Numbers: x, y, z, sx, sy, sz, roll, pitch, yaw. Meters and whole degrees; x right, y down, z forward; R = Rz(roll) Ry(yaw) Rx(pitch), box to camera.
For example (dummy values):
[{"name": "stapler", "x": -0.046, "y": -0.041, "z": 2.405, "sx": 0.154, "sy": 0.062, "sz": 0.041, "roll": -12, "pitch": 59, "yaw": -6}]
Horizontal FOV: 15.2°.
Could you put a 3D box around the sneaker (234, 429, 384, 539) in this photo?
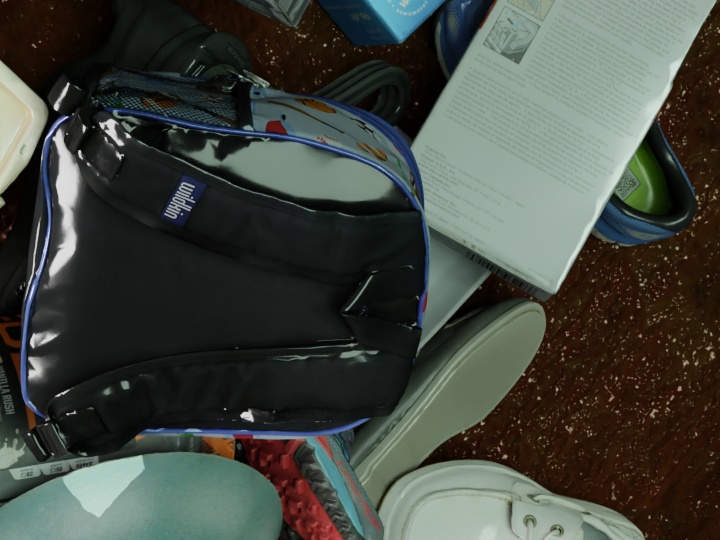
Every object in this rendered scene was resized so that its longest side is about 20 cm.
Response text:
[{"name": "sneaker", "x": -0.027, "y": 0.061, "z": 1.456, "sx": 0.095, "sy": 0.079, "sz": 0.200, "roll": -21, "pitch": 74, "yaw": -28}]

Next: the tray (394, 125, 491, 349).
[{"name": "tray", "x": 0.000, "y": 0.000, "z": 1.467, "sx": 0.107, "sy": 0.022, "sz": 0.200, "roll": 42, "pitch": 44, "yaw": 4}]

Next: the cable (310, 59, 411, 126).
[{"name": "cable", "x": -0.044, "y": -0.079, "z": 1.438, "sx": 0.200, "sy": 0.050, "sz": 0.097, "roll": -43, "pitch": 142, "yaw": -44}]

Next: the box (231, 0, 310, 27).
[{"name": "box", "x": -0.087, "y": -0.236, "z": 1.392, "sx": 0.200, "sy": 0.050, "sz": 0.158, "roll": 24, "pitch": 82, "yaw": 17}]

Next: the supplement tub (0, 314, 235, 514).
[{"name": "supplement tub", "x": -0.174, "y": 0.083, "z": 1.400, "sx": 0.200, "sy": 0.123, "sz": 0.123, "roll": -9, "pitch": 97, "yaw": -23}]

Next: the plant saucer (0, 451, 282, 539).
[{"name": "plant saucer", "x": -0.129, "y": 0.170, "z": 1.401, "sx": 0.201, "sy": 0.039, "sz": 0.201, "roll": -16, "pitch": 145, "yaw": -12}]

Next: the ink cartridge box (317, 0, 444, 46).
[{"name": "ink cartridge box", "x": -0.013, "y": -0.235, "z": 1.476, "sx": 0.116, "sy": 0.068, "sz": 0.200, "roll": -46, "pitch": 109, "yaw": -14}]

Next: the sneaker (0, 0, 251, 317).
[{"name": "sneaker", "x": -0.141, "y": -0.059, "z": 1.435, "sx": 0.200, "sy": 0.091, "sz": 0.076, "roll": -53, "pitch": 150, "yaw": 8}]

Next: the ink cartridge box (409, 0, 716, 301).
[{"name": "ink cartridge box", "x": 0.106, "y": -0.096, "z": 1.473, "sx": 0.109, "sy": 0.050, "sz": 0.200, "roll": 30, "pitch": 84, "yaw": 2}]

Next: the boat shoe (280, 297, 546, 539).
[{"name": "boat shoe", "x": 0.022, "y": 0.079, "z": 1.521, "sx": 0.200, "sy": 0.057, "sz": 0.067, "roll": -45, "pitch": 144, "yaw": -18}]

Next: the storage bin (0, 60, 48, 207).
[{"name": "storage bin", "x": -0.265, "y": -0.105, "z": 1.304, "sx": 0.199, "sy": 0.200, "sz": 0.094, "roll": 44, "pitch": 78, "yaw": -20}]

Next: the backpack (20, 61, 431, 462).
[{"name": "backpack", "x": -0.060, "y": -0.006, "z": 1.306, "sx": 0.190, "sy": 0.154, "sz": 0.200, "roll": 10, "pitch": 117, "yaw": 1}]

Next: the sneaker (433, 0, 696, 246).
[{"name": "sneaker", "x": 0.125, "y": -0.095, "z": 1.536, "sx": 0.200, "sy": 0.089, "sz": 0.079, "roll": 44, "pitch": 76, "yaw": -18}]

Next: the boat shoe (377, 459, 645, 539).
[{"name": "boat shoe", "x": 0.100, "y": 0.157, "z": 1.532, "sx": 0.200, "sy": 0.069, "sz": 0.071, "roll": 13, "pitch": 101, "yaw": -36}]
